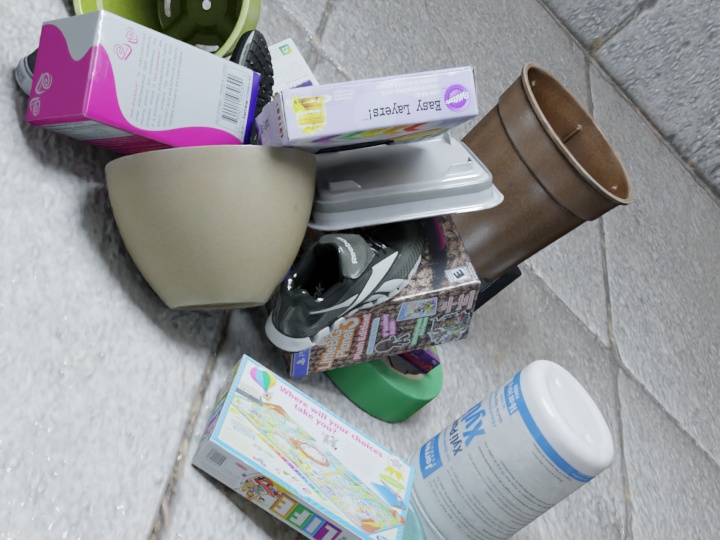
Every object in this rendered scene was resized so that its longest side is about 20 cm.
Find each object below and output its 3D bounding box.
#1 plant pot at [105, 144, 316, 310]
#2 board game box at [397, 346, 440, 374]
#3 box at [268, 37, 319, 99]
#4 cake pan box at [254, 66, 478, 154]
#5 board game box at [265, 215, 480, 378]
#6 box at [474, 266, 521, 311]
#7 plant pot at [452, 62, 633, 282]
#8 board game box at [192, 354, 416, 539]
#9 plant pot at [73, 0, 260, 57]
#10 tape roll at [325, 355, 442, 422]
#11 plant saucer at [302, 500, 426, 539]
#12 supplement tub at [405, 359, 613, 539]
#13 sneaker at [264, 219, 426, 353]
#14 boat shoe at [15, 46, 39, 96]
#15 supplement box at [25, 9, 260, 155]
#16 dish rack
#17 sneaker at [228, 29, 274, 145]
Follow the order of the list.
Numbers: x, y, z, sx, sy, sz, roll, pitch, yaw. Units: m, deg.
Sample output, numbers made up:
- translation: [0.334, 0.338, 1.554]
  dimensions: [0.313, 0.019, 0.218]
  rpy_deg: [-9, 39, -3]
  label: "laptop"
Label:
- translation: [-0.136, -0.034, 1.481]
  dimensions: [0.200, 0.198, 0.137]
  rpy_deg: [4, 82, -61]
  label: "plant pot"
- translation: [0.026, 0.012, 1.766]
  dimensions: [0.119, 0.032, 0.201]
  rpy_deg: [32, 30, -34]
  label: "board game box"
- translation: [-0.094, -0.154, 1.789]
  dimensions: [0.143, 0.036, 0.201]
  rpy_deg: [-24, 71, -22]
  label: "box"
- translation: [0.000, -0.145, 1.496]
  dimensions: [0.200, 0.182, 0.053]
  rpy_deg: [170, -87, -78]
  label: "cake pan box"
- translation: [0.000, 0.000, 1.627]
  dimensions: [0.197, 0.097, 0.161]
  rpy_deg: [-12, 55, -16]
  label: "board game box"
- translation: [0.088, -0.029, 1.964]
  dimensions: [0.199, 0.107, 0.149]
  rpy_deg: [4, 51, -60]
  label: "box"
- translation: [0.183, -0.102, 1.860]
  dimensions: [0.200, 0.198, 0.201]
  rpy_deg: [41, 24, -23]
  label: "plant pot"
- translation: [-0.046, 0.176, 1.431]
  dimensions: [0.199, 0.034, 0.135]
  rpy_deg: [34, 31, -9]
  label: "board game box"
- translation: [-0.195, -0.306, 1.766]
  dimensions: [0.201, 0.200, 0.184]
  rpy_deg: [53, 11, 4]
  label: "plant pot"
- translation: [0.009, 0.070, 1.745]
  dimensions: [0.200, 0.048, 0.201]
  rpy_deg: [42, 24, -23]
  label: "tape roll"
- translation: [0.010, 0.236, 1.511]
  dimensions: [0.201, 0.039, 0.202]
  rpy_deg: [41, 26, -24]
  label: "plant saucer"
- translation: [0.147, 0.197, 1.621]
  dimensions: [0.132, 0.199, 0.133]
  rpy_deg: [41, 24, -23]
  label: "supplement tub"
- translation: [-0.007, -0.003, 1.508]
  dimensions: [0.199, 0.091, 0.066]
  rpy_deg: [-35, 63, -28]
  label: "sneaker"
- translation: [-0.252, -0.176, 1.589]
  dimensions: [0.199, 0.066, 0.070]
  rpy_deg: [30, 31, -42]
  label: "boat shoe"
- translation: [-0.206, -0.167, 1.520]
  dimensions: [0.199, 0.103, 0.103]
  rpy_deg: [18, 77, -45]
  label: "supplement box"
- translation: [0.031, -0.095, 1.577]
  dimensions: [0.172, 0.197, 0.044]
  rpy_deg: [-118, -160, -66]
  label: "dish rack"
- translation: [-0.152, -0.166, 1.658]
  dimensions: [0.076, 0.086, 0.202]
  rpy_deg: [58, 39, -56]
  label: "sneaker"
